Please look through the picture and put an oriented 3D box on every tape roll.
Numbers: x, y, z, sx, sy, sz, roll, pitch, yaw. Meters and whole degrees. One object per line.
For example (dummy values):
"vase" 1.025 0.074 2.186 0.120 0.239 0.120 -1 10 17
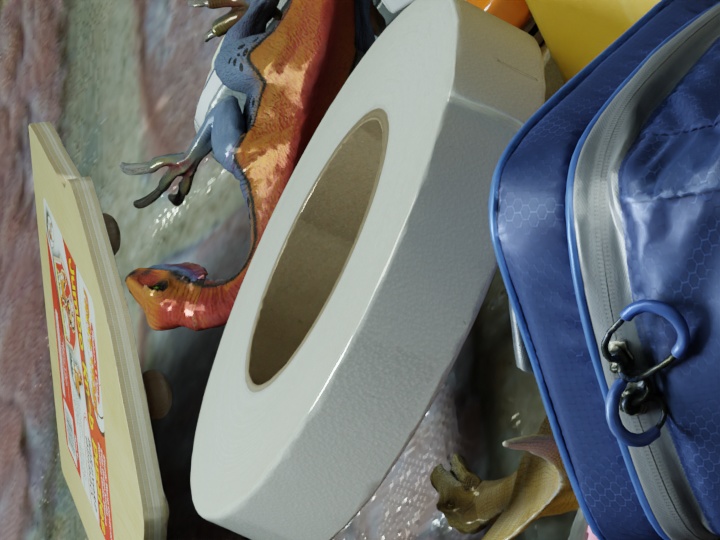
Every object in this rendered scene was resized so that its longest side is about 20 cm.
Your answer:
"tape roll" 0.000 0.000 0.950 0.203 0.037 0.203 -59 14 25

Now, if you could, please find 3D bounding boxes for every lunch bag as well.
"lunch bag" 0.121 -0.003 0.799 0.132 0.136 0.200 -8 19 33

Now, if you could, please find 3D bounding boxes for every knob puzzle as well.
"knob puzzle" -0.099 0.053 1.140 0.220 0.030 0.221 171 90 -76

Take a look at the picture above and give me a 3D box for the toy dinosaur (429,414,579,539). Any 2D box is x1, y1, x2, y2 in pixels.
"toy dinosaur" 0.076 0.062 0.921 0.101 0.058 0.200 -41 -2 -12

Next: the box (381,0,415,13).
"box" 0.093 -0.192 1.077 0.156 0.041 0.200 -28 18 40

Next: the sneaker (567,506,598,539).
"sneaker" 0.075 0.138 0.845 0.095 0.079 0.201 -34 35 59

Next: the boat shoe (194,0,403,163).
"boat shoe" -0.008 -0.135 1.212 0.200 0.073 0.067 -46 26 10

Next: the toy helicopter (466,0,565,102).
"toy helicopter" 0.033 -0.027 1.065 0.201 0.079 0.132 -63 17 -18

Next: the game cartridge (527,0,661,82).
"game cartridge" 0.132 -0.114 0.916 0.176 0.032 0.201 -27 87 40

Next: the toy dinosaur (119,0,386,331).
"toy dinosaur" -0.043 -0.061 1.098 0.182 0.104 0.201 -84 4 -57
